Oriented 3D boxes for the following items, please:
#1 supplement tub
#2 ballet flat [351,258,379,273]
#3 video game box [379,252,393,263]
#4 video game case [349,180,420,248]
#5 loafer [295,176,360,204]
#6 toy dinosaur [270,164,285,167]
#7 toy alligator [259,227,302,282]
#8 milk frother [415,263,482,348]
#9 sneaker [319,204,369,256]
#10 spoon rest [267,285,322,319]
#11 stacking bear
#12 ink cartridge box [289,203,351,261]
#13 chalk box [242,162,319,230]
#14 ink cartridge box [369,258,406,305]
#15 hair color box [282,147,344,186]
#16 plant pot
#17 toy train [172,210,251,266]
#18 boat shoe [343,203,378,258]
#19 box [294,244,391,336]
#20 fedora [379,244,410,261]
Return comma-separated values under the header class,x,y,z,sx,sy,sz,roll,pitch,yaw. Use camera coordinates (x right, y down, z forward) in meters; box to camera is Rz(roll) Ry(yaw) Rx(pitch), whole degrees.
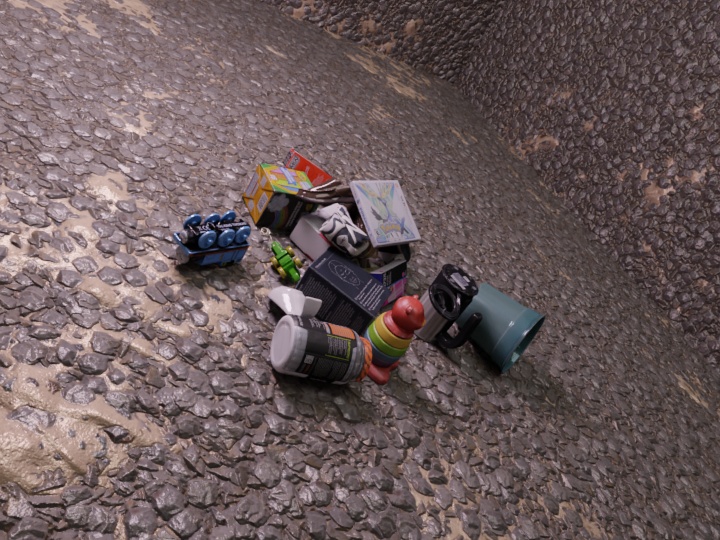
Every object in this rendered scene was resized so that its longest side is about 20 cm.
class,x,y,z,sx,sy,sz,roll,pitch,yaw
supplement tub,-0.081,0.172,1.322,0.198,0.123,0.123,17,34,-28
ballet flat,0.000,0.000,1.690,0.198,0.071,0.071,-4,48,-44
video game box,0.052,-0.127,1.953,0.199,0.047,0.182,40,33,7
video game case,0.070,-0.156,1.672,0.199,0.022,0.185,-10,76,-49
loafer,-0.080,-0.212,1.652,0.197,0.072,0.073,-4,7,-27
toy dinosaur,-0.238,-0.290,1.875,0.101,0.059,0.200,39,30,8
toy alligator,-0.195,-0.031,1.568,0.201,0.059,0.055,51,-10,35
milk frother,0.197,0.105,1.631,0.198,0.189,0.182,9,38,-37
sneaker,-0.033,-0.094,1.622,0.130,0.079,0.199,47,8,-8
spoon rest,-0.147,0.076,1.398,0.098,0.062,0.199,17,-2,-25
stacking bear,0.079,0.144,1.444,0.113,0.201,0.121,38,30,6
ink cartridge box,-0.080,-0.095,1.733,0.147,0.086,0.199,43,30,11
chalk box,-0.201,-0.197,1.718,0.198,0.125,0.125,6,41,-42
ink cartridge box,0.069,0.038,1.691,0.037,0.096,0.199,10,19,30
hair color box,-0.141,-0.294,1.925,0.199,0.062,0.102,32,9,-20
plant pot,0.390,0.150,1.778,0.196,0.202,0.199,39,29,23
toy train,-0.333,-0.066,1.409,0.087,0.115,0.199,43,30,21
boat shoe,0.002,-0.109,1.703,0.076,0.071,0.202,28,37,-43
box,-0.045,0.058,1.534,0.199,0.108,0.148,38,30,3
fedora,0.082,-0.107,1.809,0.200,0.090,0.204,-16,90,-80
